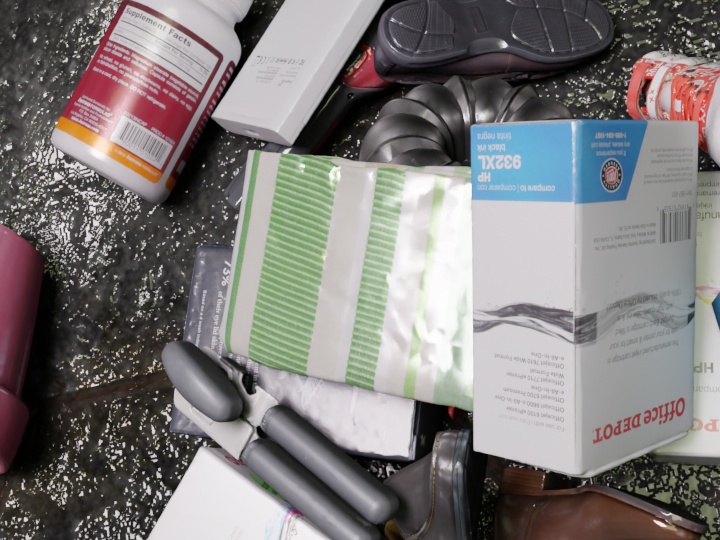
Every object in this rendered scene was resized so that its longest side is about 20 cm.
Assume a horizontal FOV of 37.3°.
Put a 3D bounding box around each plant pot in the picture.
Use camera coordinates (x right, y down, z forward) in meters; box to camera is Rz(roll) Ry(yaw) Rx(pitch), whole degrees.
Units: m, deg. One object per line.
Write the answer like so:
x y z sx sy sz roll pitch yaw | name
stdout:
-0.357 0.051 0.896 0.196 0.201 0.182 9 66 18 | plant pot

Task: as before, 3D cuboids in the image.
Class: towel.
0.000 0.000 0.718 0.196 0.023 0.156 8 86 23 | towel

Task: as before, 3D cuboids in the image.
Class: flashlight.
-0.032 -0.126 0.897 0.067 0.068 0.201 35 96 -21 | flashlight

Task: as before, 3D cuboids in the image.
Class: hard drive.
-0.039 -0.200 0.886 0.202 0.026 0.131 -58 33 -7 | hard drive

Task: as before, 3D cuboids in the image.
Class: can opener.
-0.063 0.122 0.734 0.199 0.066 0.053 34 101 22 | can opener

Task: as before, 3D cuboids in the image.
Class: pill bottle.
-0.173 -0.170 0.919 0.112 0.113 0.203 26 86 19 | pill bottle

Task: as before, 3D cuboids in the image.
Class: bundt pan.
0.086 -0.074 0.787 0.197 0.077 0.204 0 44 0 | bundt pan

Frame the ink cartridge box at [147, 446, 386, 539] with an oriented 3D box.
-0.053 0.246 0.778 0.198 0.147 0.148 31 88 19 | ink cartridge box

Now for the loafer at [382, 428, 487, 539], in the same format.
0.047 0.164 0.737 0.071 0.201 0.074 11 56 9 | loafer

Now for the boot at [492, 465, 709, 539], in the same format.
0.145 0.248 0.733 0.185 0.063 0.204 -4 70 57 | boot

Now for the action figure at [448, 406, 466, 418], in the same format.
-0.005 0.031 0.753 0.198 0.052 0.066 27 88 22 | action figure

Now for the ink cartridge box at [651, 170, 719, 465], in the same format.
0.278 0.037 0.759 0.142 0.085 0.204 -1 79 16 | ink cartridge box

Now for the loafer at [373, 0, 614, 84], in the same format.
0.103 -0.184 0.854 0.196 0.063 0.073 -6 71 -15 | loafer

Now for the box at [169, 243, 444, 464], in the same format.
-0.032 0.068 0.832 0.196 0.104 0.151 5 79 17 | box

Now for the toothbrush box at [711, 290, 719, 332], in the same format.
0.293 0.020 0.609 0.144 0.200 0.087 -16 76 8 | toothbrush box

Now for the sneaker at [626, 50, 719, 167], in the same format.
0.236 -0.111 0.754 0.106 0.201 0.069 11 112 23 | sneaker

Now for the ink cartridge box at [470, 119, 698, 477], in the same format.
0.142 0.009 0.670 0.083 0.144 0.205 5 98 44 | ink cartridge box
